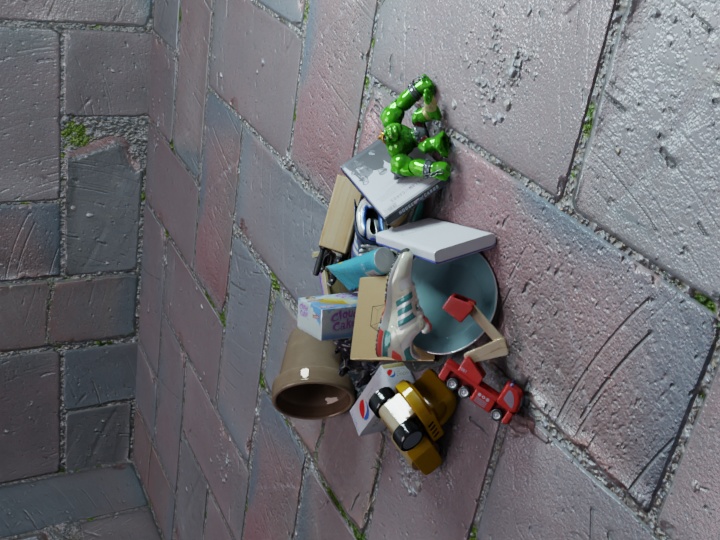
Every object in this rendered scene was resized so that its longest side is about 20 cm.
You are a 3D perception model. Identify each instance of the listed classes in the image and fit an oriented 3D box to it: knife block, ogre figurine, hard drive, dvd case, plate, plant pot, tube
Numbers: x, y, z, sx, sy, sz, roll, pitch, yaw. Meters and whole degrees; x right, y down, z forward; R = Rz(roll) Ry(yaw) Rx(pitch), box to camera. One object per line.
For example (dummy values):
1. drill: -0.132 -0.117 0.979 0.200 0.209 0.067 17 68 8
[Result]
1. knife block: -0.049 -0.076 1.828 0.202 0.063 0.178 99 -171 -53
2. ogre figurine: 0.099 -0.251 1.594 0.118 0.098 0.204 -19 90 27
3. hard drive: 0.131 -0.056 1.538 0.199 0.130 0.026 21 124 59
4. dvd case: 0.064 -0.187 1.643 0.201 0.149 0.025 53 175 44
5. plate: 0.154 0.052 1.533 0.196 0.025 0.205 -8 71 25
6. plant pot: -0.111 0.231 2.015 0.201 0.196 0.178 124 151 -49
7. tube: 0.000 0.000 1.734 0.078 0.051 0.199 49 150 -12

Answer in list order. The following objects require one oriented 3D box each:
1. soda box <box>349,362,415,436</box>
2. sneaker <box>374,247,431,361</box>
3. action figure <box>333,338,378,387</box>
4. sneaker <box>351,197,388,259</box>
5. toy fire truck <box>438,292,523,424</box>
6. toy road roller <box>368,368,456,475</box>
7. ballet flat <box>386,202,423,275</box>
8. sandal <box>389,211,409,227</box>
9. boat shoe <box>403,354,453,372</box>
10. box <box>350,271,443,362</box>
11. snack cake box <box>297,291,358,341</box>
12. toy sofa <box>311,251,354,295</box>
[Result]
1. soda box: 0.046 0.274 1.819 0.065 0.067 0.201 67 147 29
2. sneaker: 0.086 0.064 1.495 0.070 0.091 0.204 -46 -32 -74
3. action figure: -0.001 0.171 1.807 0.118 0.103 0.201 32 157 12
4. sneaker: 0.018 -0.053 1.749 0.146 0.078 0.205 -59 -28 -84
5. toy fire truck: 0.204 0.148 1.449 0.198 0.049 0.143 34 103 10
6. toy road roller: 0.119 0.285 1.660 0.123 0.145 0.201 48 172 39
7. ballet flat: 0.080 -0.047 1.689 0.072 0.071 0.205 36 127 54
8. sandal: 0.059 -0.168 1.689 0.081 0.053 0.203 -50 28 36
9. boat shoe: 0.131 0.150 1.659 0.201 0.064 0.076 -24 86 66
10. box: 0.070 0.088 1.615 0.197 0.021 0.168 -4 73 39
11. snack cake box: -0.020 0.091 1.774 0.114 0.196 0.069 22 113 57
12. toy sofa: -0.056 0.053 1.957 0.097 0.081 0.205 -21 76 59
